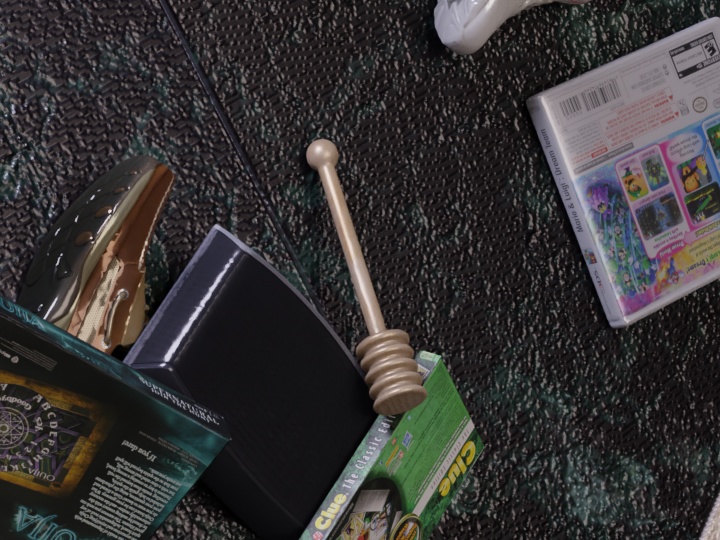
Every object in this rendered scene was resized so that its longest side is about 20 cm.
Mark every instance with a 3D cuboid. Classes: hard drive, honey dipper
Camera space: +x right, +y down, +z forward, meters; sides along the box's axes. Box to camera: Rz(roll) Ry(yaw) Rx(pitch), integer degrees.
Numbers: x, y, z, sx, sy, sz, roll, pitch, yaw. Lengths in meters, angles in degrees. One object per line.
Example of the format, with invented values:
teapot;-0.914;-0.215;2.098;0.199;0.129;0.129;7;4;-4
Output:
hard drive;-0.060;0.082;1.515;0.200;0.042;0.135;52;58;-34
honey dipper;0.000;0.000;1.567;0.038;0.038;0.201;0;60;-32

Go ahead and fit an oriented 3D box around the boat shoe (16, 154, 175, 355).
boat shoe;-0.172;0.023;1.470;0.074;0.075;0.201;38;72;-27

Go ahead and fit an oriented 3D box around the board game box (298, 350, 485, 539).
board game box;0.014;0.163;1.561;0.201;0.023;0.105;-56;139;-27

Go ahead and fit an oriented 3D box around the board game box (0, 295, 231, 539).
board game box;-0.195;0.103;1.407;0.199;0.028;0.136;32;106;-30

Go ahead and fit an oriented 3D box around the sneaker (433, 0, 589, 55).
sneaker;0.130;-0.219;1.694;0.099;0.078;0.201;46;62;-21

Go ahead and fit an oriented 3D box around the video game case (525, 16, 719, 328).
video game case;0.231;-0.076;1.765;0.199;0.024;0.183;-25;96;-34
